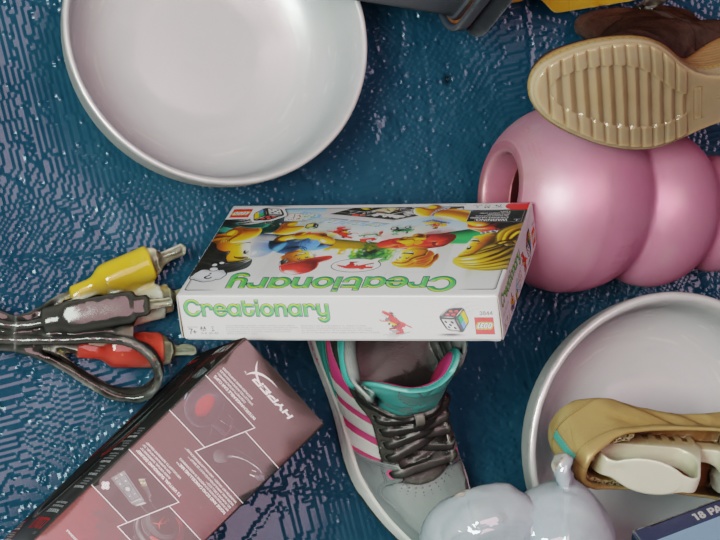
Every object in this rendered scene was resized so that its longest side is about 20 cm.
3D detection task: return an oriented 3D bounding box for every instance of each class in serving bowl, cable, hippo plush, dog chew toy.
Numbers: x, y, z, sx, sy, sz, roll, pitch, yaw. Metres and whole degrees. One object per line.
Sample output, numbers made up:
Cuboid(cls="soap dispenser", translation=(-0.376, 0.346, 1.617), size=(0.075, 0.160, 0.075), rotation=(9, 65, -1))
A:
Cuboid(cls="serving bowl", translation=(0.194, 0.114, 1.427), size=(0.200, 0.066, 0.201), rotation=(0, 91, -16))
Cuboid(cls="cable", translation=(-0.200, 0.040, 1.361), size=(0.200, 0.050, 0.097), rotation=(-6, 92, -4))
Cuboid(cls="hippo plush", translation=(0.115, 0.179, 1.258), size=(0.200, 0.159, 0.161), rotation=(-4, 49, -8))
Cuboid(cls="serving bowl", translation=(-0.099, -0.145, 1.378), size=(0.200, 0.066, 0.201), rotation=(4, 78, -19))
Cuboid(cls="dog chew toy", translation=(0.181, -0.043, 1.427), size=(0.200, 0.124, 0.125), rotation=(6, 83, -23))

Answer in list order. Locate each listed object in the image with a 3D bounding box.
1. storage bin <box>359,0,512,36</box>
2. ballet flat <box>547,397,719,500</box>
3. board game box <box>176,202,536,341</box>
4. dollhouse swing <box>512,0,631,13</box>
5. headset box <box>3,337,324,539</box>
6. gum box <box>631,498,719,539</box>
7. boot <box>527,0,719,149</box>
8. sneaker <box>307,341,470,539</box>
Cuboid(cls="storage bin", translation=(0.023, -0.262, 1.361), size=(0.134, 0.146, 0.200), rotation=(0, 68, -22))
Cuboid(cls="ballet flat", translation=(0.216, 0.124, 1.359), size=(0.200, 0.063, 0.069), rotation=(5, 117, -14))
Cuboid(cls="board game box", translation=(0.000, 0.000, 1.326), size=(0.200, 0.126, 0.035), rotation=(-1, 117, 14))
Cuboid(cls="dollhouse swing", translation=(0.163, -0.308, 1.489), size=(0.200, 0.176, 0.182), rotation=(-12, 129, -16))
Cuboid(cls="headset box", translation=(-0.131, 0.138, 1.304), size=(0.200, 0.149, 0.075), rotation=(-44, 96, -15))
Cuboid(cls="gum box", translation=(0.250, 0.218, 1.387), size=(0.170, 0.200, 0.045), rotation=(-17, 45, -17))
Cuboid(cls="boot", translation=(0.174, -0.135, 1.407), size=(0.200, 0.166, 0.073), rotation=(-2, 110, -21))
Cuboid(cls="sneaker", translation=(0.033, 0.089, 1.368), size=(0.084, 0.121, 0.200), rotation=(-25, 92, -16))
